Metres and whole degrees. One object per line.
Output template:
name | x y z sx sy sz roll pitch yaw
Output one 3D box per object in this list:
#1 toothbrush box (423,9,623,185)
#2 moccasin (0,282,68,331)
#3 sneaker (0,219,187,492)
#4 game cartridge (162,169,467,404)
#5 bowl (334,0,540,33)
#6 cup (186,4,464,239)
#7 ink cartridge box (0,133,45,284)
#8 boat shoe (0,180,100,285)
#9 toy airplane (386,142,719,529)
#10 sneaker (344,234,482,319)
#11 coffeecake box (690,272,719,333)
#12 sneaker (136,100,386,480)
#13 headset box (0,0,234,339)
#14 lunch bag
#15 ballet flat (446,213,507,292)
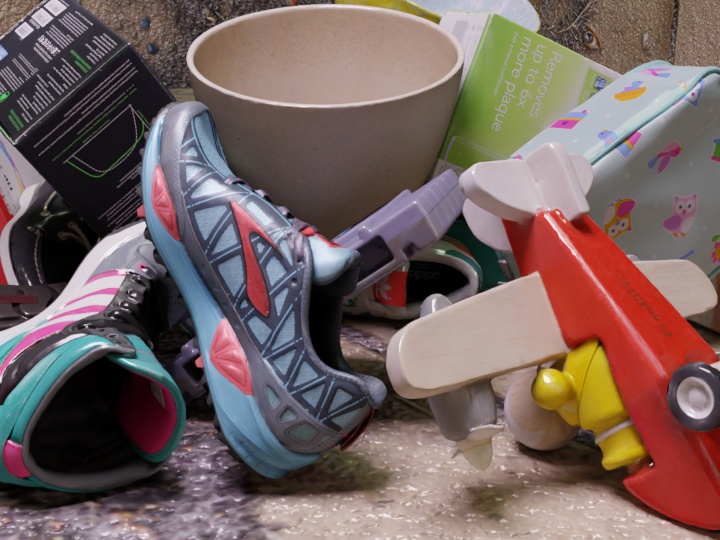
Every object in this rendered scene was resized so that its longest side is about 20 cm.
toothbrush box | 0.142 -0.109 0.886 0.198 0.147 0.086 19 6 -28
moccasin | -0.224 0.046 0.637 0.200 0.079 0.074 -5 30 -39
sneaker | -0.122 0.042 0.558 0.120 0.084 0.200 16 45 39
game cartridge | -0.029 0.008 0.650 0.199 0.039 0.130 -33 8 19
bowl | 0.055 -0.222 0.988 0.198 0.108 0.201 18 32 -12
cup | -0.024 -0.097 0.800 0.198 0.145 0.201 0 33 0
ink cartridge box | -0.304 -0.048 0.864 0.067 0.117 0.200 -21 14 2
boat shoe | -0.226 -0.022 0.819 0.060 0.074 0.200 -24 26 2
toy airplane | 0.111 0.034 0.564 0.198 0.142 0.200 23 38 -8
sneaker | 0.000 0.000 0.826 0.197 0.071 0.093 2 8 -8
coffeecake box | 0.315 -0.008 0.889 0.152 0.074 0.200 -3 15 -18
sneaker | -0.044 -0.002 0.554 0.095 0.202 0.079 -23 -6 16
headset box | -0.156 -0.070 0.731 0.093 0.200 0.174 -41 38 -6
lunch bag | 0.183 -0.036 0.744 0.199 0.161 0.077 -36 31 -14
ballet flat | 0.044 -0.018 0.915 0.197 0.074 0.073 -2 14 -4
